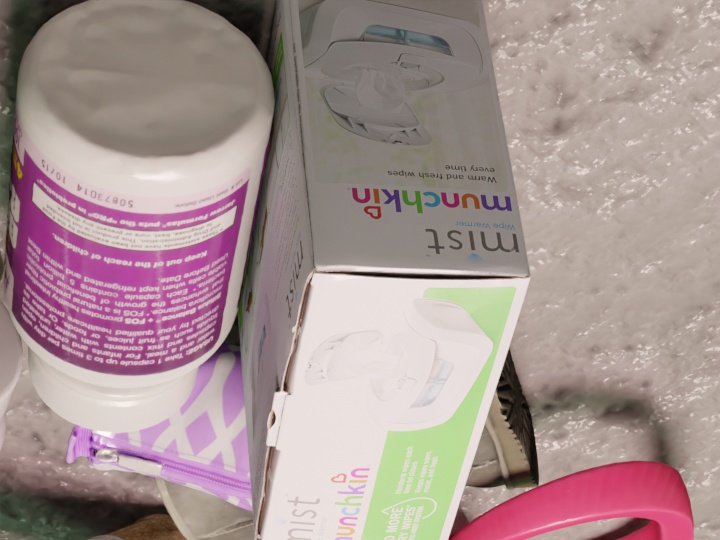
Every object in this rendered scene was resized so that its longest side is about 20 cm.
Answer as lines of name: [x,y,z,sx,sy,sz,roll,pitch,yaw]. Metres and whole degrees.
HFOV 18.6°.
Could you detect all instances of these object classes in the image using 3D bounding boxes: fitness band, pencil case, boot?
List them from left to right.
pencil case: [-0.043,0.087,1.095,0.200,0.086,0.084,14,124,12]
boot: [-0.014,0.085,1.178,0.200,0.073,0.182,-7,139,10]
fitness band: [0.117,0.152,1.253,0.143,0.037,0.200,-14,159,3]

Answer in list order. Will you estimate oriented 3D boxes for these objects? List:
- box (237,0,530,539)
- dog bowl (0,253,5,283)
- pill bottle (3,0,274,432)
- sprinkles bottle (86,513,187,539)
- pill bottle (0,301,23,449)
box: [0.000,0.000,0.986,0.097,0.177,0.200,1,139,-11]
dog bowl: [-0.242,-0.035,0.908,0.200,0.200,0.059,6,177,-16]
pill bottle: [-0.105,-0.018,0.996,0.112,0.112,0.200,2,139,-11]
sprinkles bottle: [-0.165,0.186,1.186,0.068,0.068,0.200,-40,165,33]
pill bottle: [-0.245,0.093,1.103,0.114,0.114,0.200,11,136,-21]
